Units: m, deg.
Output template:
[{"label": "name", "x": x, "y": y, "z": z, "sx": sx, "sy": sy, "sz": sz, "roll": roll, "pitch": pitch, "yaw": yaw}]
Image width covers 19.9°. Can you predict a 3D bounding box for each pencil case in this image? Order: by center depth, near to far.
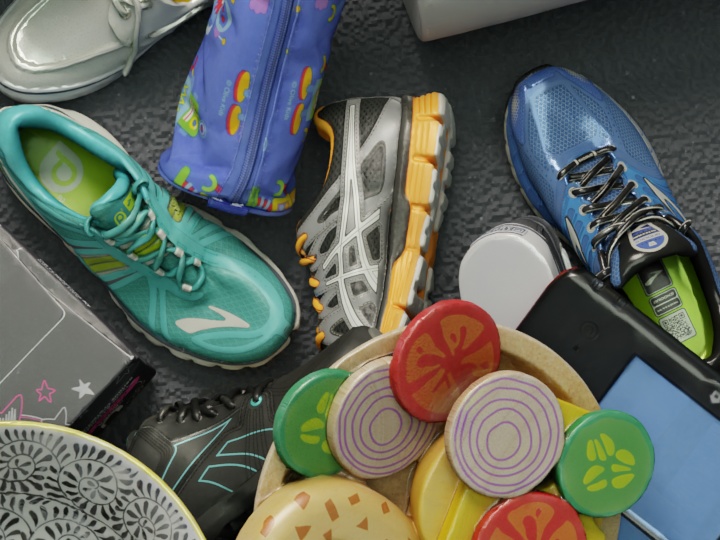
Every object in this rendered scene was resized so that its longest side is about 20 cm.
[{"label": "pencil case", "x": -0.048, "y": -0.124, "z": 1.070, "sx": 0.078, "sy": 0.087, "sz": 0.201, "roll": 14, "pitch": 115, "yaw": -7}]

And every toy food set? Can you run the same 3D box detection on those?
[{"label": "toy food set", "x": 0.040, "y": 0.117, "z": 0.985, "sx": 0.199, "sy": 0.049, "sz": 0.199, "roll": 21, "pitch": 91, "yaw": -21}]

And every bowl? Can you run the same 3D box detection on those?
[{"label": "bowl", "x": -0.168, "y": 0.180, "z": 0.969, "sx": 0.199, "sy": 0.094, "sz": 0.202, "roll": 5, "pitch": 69, "yaw": -13}]

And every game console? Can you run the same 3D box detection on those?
[{"label": "game console", "x": 0.133, "y": 0.124, "z": 1.041, "sx": 0.200, "sy": 0.031, "sz": 0.177, "roll": 38, "pitch": 111, "yaw": 8}]

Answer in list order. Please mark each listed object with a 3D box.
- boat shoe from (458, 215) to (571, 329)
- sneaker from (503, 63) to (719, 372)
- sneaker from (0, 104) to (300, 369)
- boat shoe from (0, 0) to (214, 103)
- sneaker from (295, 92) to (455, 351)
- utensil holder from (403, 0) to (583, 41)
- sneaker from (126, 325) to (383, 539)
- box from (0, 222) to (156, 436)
[{"label": "boat shoe", "x": 0.097, "y": 0.070, "z": 1.099, "sx": 0.071, "sy": 0.068, "sz": 0.201, "roll": -8, "pitch": 100, "yaw": 25}, {"label": "sneaker", "x": 0.146, "y": -0.025, "z": 1.099, "sx": 0.078, "sy": 0.089, "sz": 0.201, "roll": -31, "pitch": 85, "yaw": -5}, {"label": "sneaker", "x": -0.121, "y": -0.018, "z": 1.101, "sx": 0.200, "sy": 0.080, "sz": 0.078, "roll": 37, "pitch": 85, "yaw": 2}, {"label": "boat shoe", "x": -0.116, "y": -0.157, "z": 1.112, "sx": 0.201, "sy": 0.086, "sz": 0.075, "roll": -26, "pitch": 85, "yaw": -4}, {"label": "sneaker", "x": 0.000, "y": 0.000, "z": 1.108, "sx": 0.077, "sy": 0.078, "sz": 0.201, "roll": 8, "pitch": 78, "yaw": 10}, {"label": "utensil holder", "x": 0.106, "y": -0.223, "z": 1.081, "sx": 0.199, "sy": 0.170, "sz": 0.171, "roll": -16, "pitch": 84, "yaw": -1}, {"label": "sneaker", "x": -0.070, "y": 0.090, "z": 1.028, "sx": 0.200, "sy": 0.075, "sz": 0.079, "roll": -43, "pitch": 81, "yaw": 5}, {"label": "box", "x": -0.224, "y": 0.078, "z": 1.073, "sx": 0.132, "sy": 0.115, "sz": 0.200, "roll": 43, "pitch": 84, "yaw": 5}]
